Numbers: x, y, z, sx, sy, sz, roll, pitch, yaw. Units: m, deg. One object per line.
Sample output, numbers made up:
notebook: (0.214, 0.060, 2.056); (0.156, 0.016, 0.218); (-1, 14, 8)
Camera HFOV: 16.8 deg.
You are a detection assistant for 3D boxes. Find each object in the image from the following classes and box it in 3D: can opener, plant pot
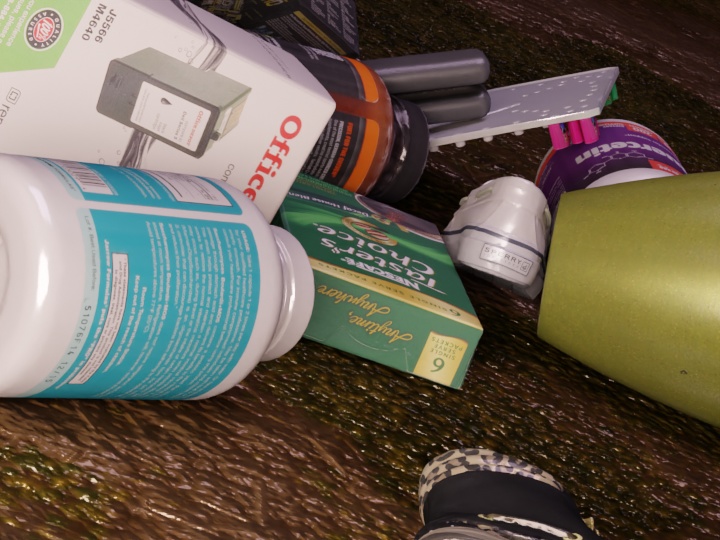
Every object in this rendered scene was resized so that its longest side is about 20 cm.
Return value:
can opener: (-0.009, -0.127, 1.712); (0.199, 0.053, 0.067); (-6, 30, -4)
plant pot: (0.216, 0.015, 1.532); (0.199, 0.188, 0.187); (9, 14, 6)

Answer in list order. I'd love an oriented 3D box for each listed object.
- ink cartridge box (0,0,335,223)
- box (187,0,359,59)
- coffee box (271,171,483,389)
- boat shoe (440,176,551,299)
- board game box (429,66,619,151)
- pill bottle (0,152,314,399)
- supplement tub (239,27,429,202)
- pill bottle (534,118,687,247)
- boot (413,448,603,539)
ink cartridge box: (-0.135, -0.079, 1.292); (0.199, 0.146, 0.084); (24, 13, -29)
box: (-0.105, -0.174, 1.635); (0.161, 0.049, 0.200); (-8, -13, 17)
coffee box: (0.000, 0.000, 1.463); (0.123, 0.044, 0.200); (21, 16, -12)
boat shoe: (0.095, -0.024, 1.552); (0.073, 0.067, 0.200); (22, -1, -5)
board game box: (0.085, -0.104, 1.770); (0.199, 0.026, 0.200); (-10, 11, 12)
pill bottle: (-0.113, 0.006, 1.159); (0.200, 0.111, 0.111); (5, 24, -49)
supplement tub: (-0.053, -0.096, 1.591); (0.199, 0.107, 0.107); (12, 19, -34)
pill bottle: (0.186, -0.030, 1.700); (0.112, 0.113, 0.200); (20, 16, -10)
boot: (0.112, 0.148, 1.089); (0.203, 0.074, 0.154); (24, 13, -4)
